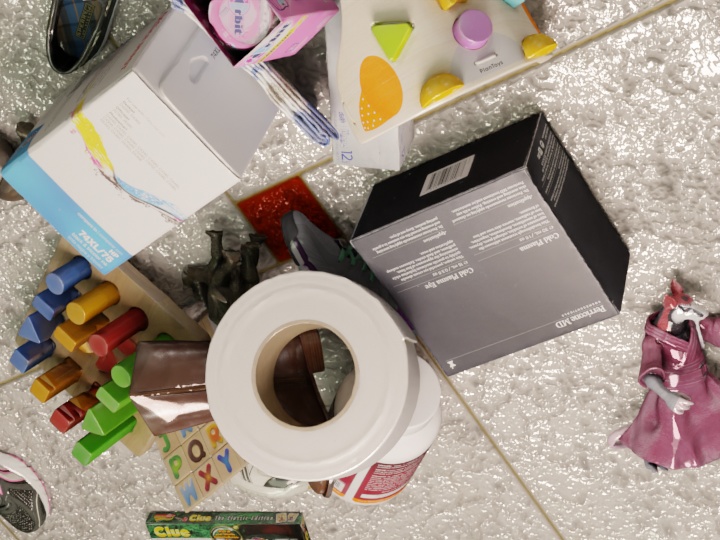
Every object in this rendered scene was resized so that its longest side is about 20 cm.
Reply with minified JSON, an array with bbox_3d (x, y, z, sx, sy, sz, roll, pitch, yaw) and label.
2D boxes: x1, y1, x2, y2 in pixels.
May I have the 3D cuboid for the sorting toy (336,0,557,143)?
[{"bbox_3d":[0.060,-0.235,1.375,0.180,0.200,0.107,64,159,-1],"label":"sorting toy"}]

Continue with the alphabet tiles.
[{"bbox_3d":[-0.159,0.141,1.738,0.200,0.008,0.167,-41,64,31],"label":"alphabet tiles"}]

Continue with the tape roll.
[{"bbox_3d":[-0.044,0.102,1.547,0.202,0.071,0.203,-1,83,12],"label":"tape roll"}]

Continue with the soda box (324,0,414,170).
[{"bbox_3d":[0.009,-0.193,1.482,0.068,0.064,0.200,6,127,14],"label":"soda box"}]

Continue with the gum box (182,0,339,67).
[{"bbox_3d":[-0.122,-0.277,1.385,0.066,0.113,0.200,-40,84,27],"label":"gum box"}]

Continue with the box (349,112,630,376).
[{"bbox_3d":[0.127,-0.022,1.550,0.200,0.104,0.182,-22,116,29],"label":"box"}]

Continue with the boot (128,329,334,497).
[{"bbox_3d":[-0.131,0.152,1.625,0.199,0.064,0.187,-8,86,-15],"label":"boot"}]

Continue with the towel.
[{"bbox_3d":[-0.104,-0.194,1.470,0.024,0.147,0.200,-45,108,5],"label":"towel"}]

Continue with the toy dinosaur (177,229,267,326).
[{"bbox_3d":[-0.131,0.018,1.640,0.077,0.200,0.103,2,106,-17],"label":"toy dinosaur"}]

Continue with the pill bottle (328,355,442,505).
[{"bbox_3d":[0.021,0.161,1.673,0.113,0.113,0.200,22,151,-1],"label":"pill bottle"}]

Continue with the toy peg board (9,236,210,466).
[{"bbox_3d":[-0.293,0.090,1.719,0.199,0.098,0.200,41,128,10],"label":"toy peg board"}]

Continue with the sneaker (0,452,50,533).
[{"bbox_3d":[-0.464,0.253,1.936,0.080,0.086,0.200,-27,115,33],"label":"sneaker"}]

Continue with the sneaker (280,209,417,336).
[{"bbox_3d":[0.000,0.000,1.637,0.087,0.075,0.200,-30,122,14],"label":"sneaker"}]

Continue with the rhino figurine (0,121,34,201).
[{"bbox_3d":[-0.414,-0.132,1.652,0.200,0.060,0.088,24,139,2],"label":"rhino figurine"}]

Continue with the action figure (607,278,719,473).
[{"bbox_3d":[0.322,0.097,1.608,0.149,0.134,0.201,22,130,58],"label":"action figure"}]

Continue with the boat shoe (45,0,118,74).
[{"bbox_3d":[-0.253,-0.270,1.505,0.068,0.057,0.200,21,129,0],"label":"boat shoe"}]

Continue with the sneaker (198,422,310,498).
[{"bbox_3d":[-0.131,0.174,1.756,0.200,0.076,0.088,26,124,29],"label":"sneaker"}]

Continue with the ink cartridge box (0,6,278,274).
[{"bbox_3d":[-0.208,-0.128,1.541,0.200,0.147,0.146,-31,112,33],"label":"ink cartridge box"}]

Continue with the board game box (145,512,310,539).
[{"bbox_3d":[-0.154,0.337,1.949,0.199,0.023,0.105,-2,127,17],"label":"board game box"}]
